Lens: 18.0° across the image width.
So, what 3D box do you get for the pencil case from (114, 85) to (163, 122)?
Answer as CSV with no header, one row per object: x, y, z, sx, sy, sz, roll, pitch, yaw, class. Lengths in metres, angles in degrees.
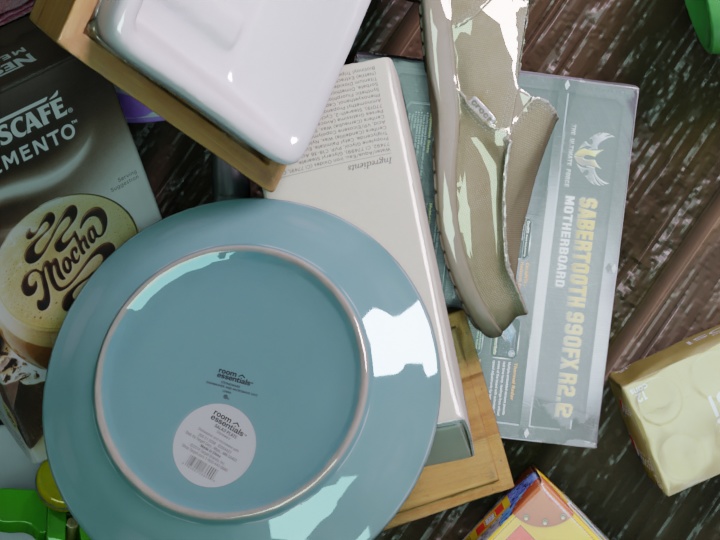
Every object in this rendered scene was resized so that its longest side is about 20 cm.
-0.113,-0.176,1.184,0.085,0.084,0.202,2,117,19,pencil case

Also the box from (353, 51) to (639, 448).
0.062,-0.012,1.245,0.157,0.048,0.202,6,94,-2,box

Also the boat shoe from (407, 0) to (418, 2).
-0.032,-0.224,1.223,0.200,0.072,0.072,38,94,4,boat shoe

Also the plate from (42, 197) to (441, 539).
-0.060,0.056,1.092,0.198,0.026,0.202,-3,70,9,plate

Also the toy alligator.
-0.112,0.120,1.220,0.199,0.059,0.055,-15,66,-21,toy alligator

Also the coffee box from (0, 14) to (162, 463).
-0.164,-0.019,1.176,0.112,0.080,0.201,-27,121,-15,coffee box

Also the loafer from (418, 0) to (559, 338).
0.070,-0.066,1.180,0.068,0.076,0.202,-7,92,6,loafer

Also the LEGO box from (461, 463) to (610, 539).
0.115,0.232,1.246,0.200,0.077,0.149,44,92,-3,LEGO box

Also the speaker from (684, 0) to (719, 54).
0.273,-0.179,1.220,0.198,0.088,0.089,-16,94,0,speaker

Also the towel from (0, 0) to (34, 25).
-0.210,-0.229,1.191,0.023,0.144,0.202,-20,94,-37,towel

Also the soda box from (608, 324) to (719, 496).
0.240,0.050,1.244,0.199,0.064,0.068,-24,94,0,soda box

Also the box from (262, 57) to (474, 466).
0.000,0.000,1.151,0.081,0.068,0.202,-11,69,4,box

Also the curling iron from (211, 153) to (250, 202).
-0.070,-0.026,1.249,0.025,0.050,0.202,-7,88,-1,curling iron

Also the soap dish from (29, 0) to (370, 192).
-0.065,-0.163,1.107,0.157,0.081,0.201,34,74,-44,soap dish

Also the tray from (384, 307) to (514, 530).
-0.028,0.096,1.189,0.198,0.037,0.099,-17,94,-11,tray

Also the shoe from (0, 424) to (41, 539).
-0.208,0.191,1.246,0.071,0.091,0.202,8,64,-17,shoe
